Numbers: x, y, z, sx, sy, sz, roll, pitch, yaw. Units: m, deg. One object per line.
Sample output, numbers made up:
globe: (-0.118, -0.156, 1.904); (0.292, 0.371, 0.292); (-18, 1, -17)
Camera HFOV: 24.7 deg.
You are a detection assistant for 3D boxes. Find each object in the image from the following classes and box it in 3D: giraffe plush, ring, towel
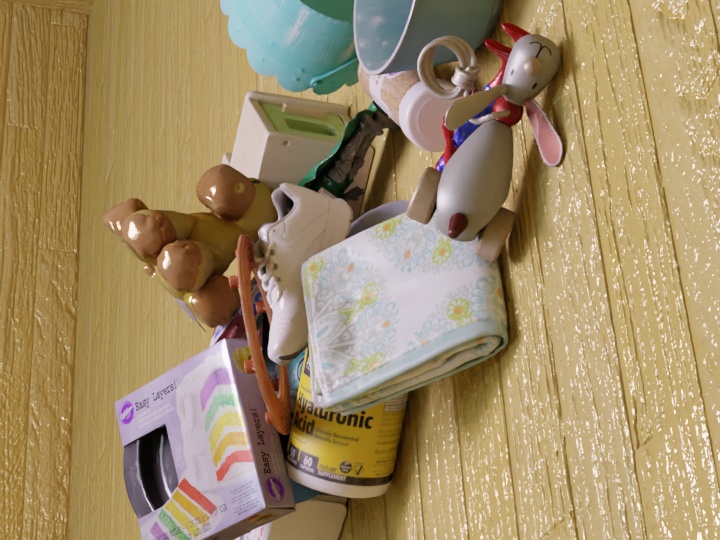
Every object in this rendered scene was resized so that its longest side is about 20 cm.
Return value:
giraffe plush: (-0.153, -0.040, 1.766); (0.172, 0.162, 0.200); (40, 170, 26)
ring: (-0.099, 0.064, 1.614); (0.200, 0.019, 0.201); (-11, -90, -85)
towel: (0.037, 0.027, 1.499); (0.199, 0.048, 0.172); (-24, 53, 23)

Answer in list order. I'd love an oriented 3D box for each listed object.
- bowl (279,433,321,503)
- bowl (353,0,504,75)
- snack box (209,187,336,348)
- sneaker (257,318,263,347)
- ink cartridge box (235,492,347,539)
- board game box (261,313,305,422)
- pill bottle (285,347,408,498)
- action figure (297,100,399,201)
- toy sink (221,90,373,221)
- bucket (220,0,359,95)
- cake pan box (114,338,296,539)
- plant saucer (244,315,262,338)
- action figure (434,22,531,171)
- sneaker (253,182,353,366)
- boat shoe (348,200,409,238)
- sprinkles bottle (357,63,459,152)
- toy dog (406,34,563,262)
bowl: (-0.116, 0.180, 1.807); (0.201, 0.200, 0.040); (-110, 30, -55)
bowl: (0.073, -0.278, 1.574); (0.201, 0.105, 0.202); (-171, 90, -72)
snack box: (-0.092, 0.003, 1.754); (0.200, 0.024, 0.072); (-52, 10, 13)
sneaker: (-0.078, 0.069, 1.898); (0.200, 0.104, 0.076); (-175, 89, -73)
ink cartridge box: (-0.089, 0.262, 1.884); (0.200, 0.082, 0.147); (-116, 38, -61)
board game box: (-0.042, 0.064, 1.770); (0.028, 0.135, 0.201); (40, -133, -60)
pill bottle: (-0.006, 0.116, 1.644); (0.111, 0.111, 0.201); (-146, 65, -70)
action figure: (-0.034, -0.091, 1.810); (0.200, 0.055, 0.118); (-53, -14, 27)
toy sink: (-0.078, -0.140, 1.943); (0.200, 0.130, 0.113); (-120, 41, -64)
bucket: (-0.042, -0.312, 1.802); (0.135, 0.206, 0.208); (134, 140, -58)
cake pan box: (-0.165, 0.189, 1.691); (0.200, 0.052, 0.185); (-29, 65, 37)
plant saucer: (-0.106, 0.029, 1.930); (0.200, 0.027, 0.200); (-49, -2, -2)
action figure: (0.100, -0.133, 1.506); (0.065, 0.052, 0.201); (-54, -12, -51)
sneaker: (-0.070, 0.003, 1.617); (0.074, 0.087, 0.201); (-37, 34, 46)
boat shoe: (0.000, 0.000, 1.706); (0.200, 0.065, 0.074); (-33, 43, 27)
sprinkles bottle: (0.052, -0.178, 1.657); (0.200, 0.068, 0.069); (-125, 46, -65)
toy dog: (0.106, -0.099, 1.398); (0.096, 0.131, 0.201); (-65, -22, -73)
